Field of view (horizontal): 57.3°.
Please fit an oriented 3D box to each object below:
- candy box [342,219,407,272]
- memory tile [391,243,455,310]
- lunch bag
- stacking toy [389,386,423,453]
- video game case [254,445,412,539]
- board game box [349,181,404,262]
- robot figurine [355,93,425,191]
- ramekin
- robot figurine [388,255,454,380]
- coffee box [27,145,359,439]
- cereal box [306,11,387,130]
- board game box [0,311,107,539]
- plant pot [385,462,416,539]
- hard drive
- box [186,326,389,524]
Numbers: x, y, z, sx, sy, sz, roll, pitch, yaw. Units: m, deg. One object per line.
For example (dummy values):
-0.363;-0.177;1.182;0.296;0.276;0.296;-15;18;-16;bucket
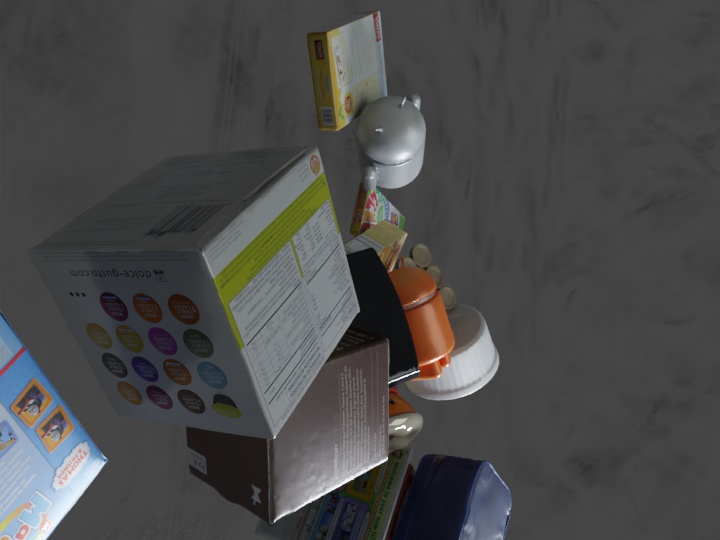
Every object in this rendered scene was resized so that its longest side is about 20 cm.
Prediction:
0.000;0.000;1.084;0.200;0.055;0.116;-37;153;-58;candy box
0.100;0.054;1.280;0.200;0.017;0.154;-40;101;-37;memory tile
0.136;0.377;1.007;0.136;0.131;0.201;55;46;-32;lunch bag
-0.007;0.174;0.979;0.146;0.145;0.202;38;24;-61;stacking toy
-0.035;0.328;0.983;0.022;0.180;0.201;93;17;-55;video game case
0.037;-0.083;1.228;0.200;0.030;0.097;36;63;-64;board game box
0.051;-0.211;1.089;0.171;0.112;0.200;-62;170;-12;robot figurine
0.170;0.153;1.317;0.201;0.198;0.099;-54;135;-47;ramekin
0.088;0.081;1.102;0.142;0.116;0.202;-23;103;-15;robot figurine
-0.144;0.014;0.647;0.200;0.197;0.200;-54;137;-49;coffee box
-0.015;-0.321;1.047;0.200;0.039;0.146;-48;138;-53;cereal box
-0.306;0.153;0.533;0.152;0.036;0.202;-58;144;-43;board game box
0.000;0.386;1.071;0.201;0.174;0.201;-66;150;-33;plant pot
0.003;0.070;0.922;0.133;0.042;0.202;-15;79;-26;hard drive
-0.086;0.165;0.801;0.199;0.165;0.167;-12;107;-46;box
